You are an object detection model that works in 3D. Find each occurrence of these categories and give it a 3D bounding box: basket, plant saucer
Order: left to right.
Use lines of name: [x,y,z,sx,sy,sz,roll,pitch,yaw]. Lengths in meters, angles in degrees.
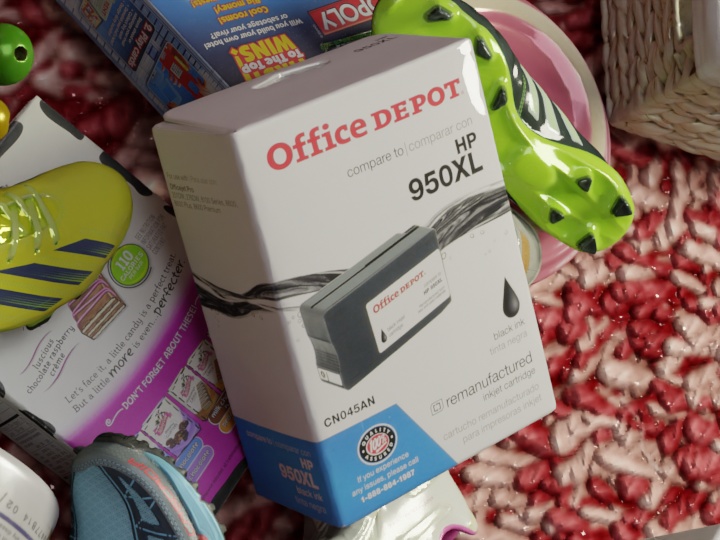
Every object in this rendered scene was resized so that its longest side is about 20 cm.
plant saucer: [0.072,-0.088,1.013,0.199,0.051,0.202,8,71,-26]
basket: [0.261,-0.143,1.077,0.199,0.123,0.137,12,67,-27]

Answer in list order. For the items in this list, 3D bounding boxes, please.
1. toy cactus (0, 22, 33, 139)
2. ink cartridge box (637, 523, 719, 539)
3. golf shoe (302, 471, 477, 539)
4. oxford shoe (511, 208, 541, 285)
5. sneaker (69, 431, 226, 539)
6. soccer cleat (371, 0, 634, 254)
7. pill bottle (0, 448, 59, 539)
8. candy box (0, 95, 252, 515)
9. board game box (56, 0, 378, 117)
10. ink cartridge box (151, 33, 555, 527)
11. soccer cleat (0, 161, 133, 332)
toy cactus: [-0.241,-0.078,0.693,0.199,0.102,0.165,-34,63,-16]
ink cartridge box: [0.142,0.240,0.868,0.145,0.200,0.147,44,60,-10]
golf shoe: [-0.008,0.170,0.886,0.092,0.075,0.200,46,62,-13]
oxford shoe: [0.006,-0.033,0.929,0.199,0.058,0.076,19,96,0]
sneaker: [-0.110,0.177,0.782,0.095,0.079,0.202,-21,109,-53]
soccer cleat: [0.074,-0.085,0.933,0.067,0.081,0.200,-43,114,10]
pill bottle: [-0.226,0.168,0.743,0.119,0.120,0.201,30,63,-17]
candy box: [-0.134,0.030,0.865,0.200,0.061,0.137,41,62,-12]
board game box: [-0.060,-0.142,0.926,0.199,0.062,0.201,-20,71,-34]
ink cartridge box: [0.000,0.000,0.830,0.144,0.084,0.201,-25,110,-29]
soccer cleat: [-0.184,-0.007,0.759,0.199,0.084,0.065,-27,61,-31]
